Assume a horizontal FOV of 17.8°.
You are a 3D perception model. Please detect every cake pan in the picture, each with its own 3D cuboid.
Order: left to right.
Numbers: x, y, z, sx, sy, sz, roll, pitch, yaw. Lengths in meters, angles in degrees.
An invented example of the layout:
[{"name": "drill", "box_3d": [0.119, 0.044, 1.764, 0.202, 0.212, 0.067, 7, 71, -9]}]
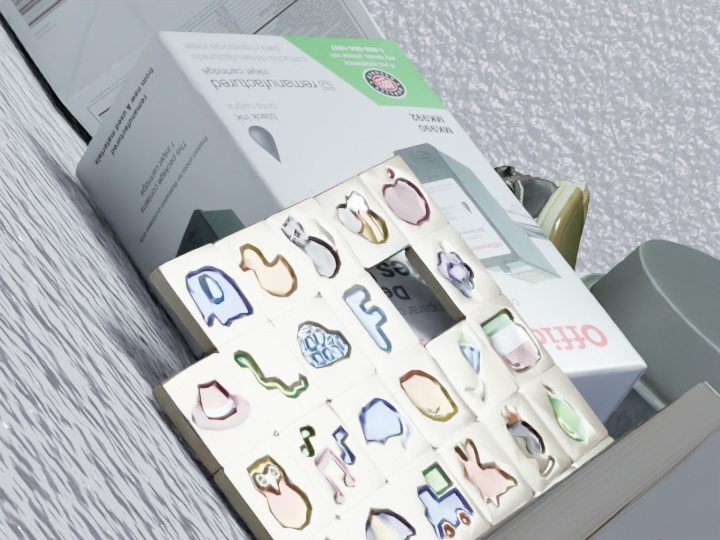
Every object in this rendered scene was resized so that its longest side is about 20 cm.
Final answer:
[{"name": "cake pan", "box_3d": [0.190, 0.051, 1.063, 0.200, 0.037, 0.200, 31, 18, -11]}]

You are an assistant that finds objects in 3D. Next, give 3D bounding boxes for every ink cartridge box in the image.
[{"name": "ink cartridge box", "box_3d": [0.000, 0.000, 0.932, 0.146, 0.084, 0.200, -4, 48, -46]}]

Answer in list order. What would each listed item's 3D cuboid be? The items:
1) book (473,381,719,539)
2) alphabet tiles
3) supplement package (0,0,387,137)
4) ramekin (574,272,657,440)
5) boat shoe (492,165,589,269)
[{"name": "book", "box_3d": [0.095, 0.145, 0.596, 0.200, 0.133, 0.048, 53, 0, -19]}, {"name": "alphabet tiles", "box_3d": [0.014, 0.050, 0.788, 0.167, 0.008, 0.200, 53, 34, 6]}, {"name": "supplement package", "box_3d": [-0.080, -0.120, 1.212, 0.152, 0.150, 0.200, 53, 1, 39]}, {"name": "ramekin", "box_3d": [0.110, 0.106, 1.148, 0.201, 0.200, 0.098, 53, 10, -1]}, {"name": "boat shoe", "box_3d": [0.070, -0.013, 1.076, 0.066, 0.072, 0.201, 11, 9, 6]}]
